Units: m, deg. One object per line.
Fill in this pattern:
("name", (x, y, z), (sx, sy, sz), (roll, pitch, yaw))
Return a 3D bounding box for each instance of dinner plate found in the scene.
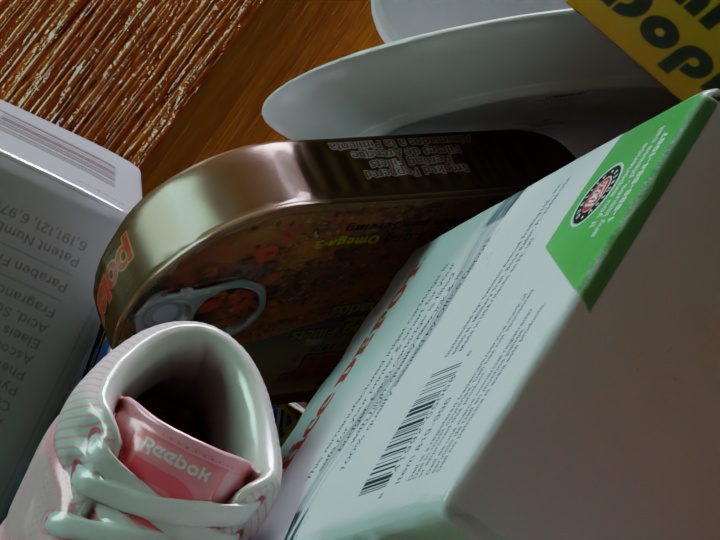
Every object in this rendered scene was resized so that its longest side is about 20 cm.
("dinner plate", (0.064, -0.061, 0.808), (0.200, 0.200, 0.024), (152, 112, -65))

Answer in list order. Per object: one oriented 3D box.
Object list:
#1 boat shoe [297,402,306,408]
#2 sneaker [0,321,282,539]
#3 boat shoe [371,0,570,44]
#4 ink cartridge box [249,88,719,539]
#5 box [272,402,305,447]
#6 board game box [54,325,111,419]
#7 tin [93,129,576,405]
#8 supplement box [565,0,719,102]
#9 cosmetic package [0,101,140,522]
("boat shoe", (-0.061, 0.071, 1.135), (0.067, 0.074, 0.200), (-25, 8, -7))
("sneaker", (-0.082, 0.099, 0.657), (0.105, 0.075, 0.201), (-53, 12, 52))
("boat shoe", (0.098, -0.116, 0.848), (0.199, 0.072, 0.066), (-20, -9, -9))
("ink cartridge box", (0.049, 0.048, 0.656), (0.147, 0.083, 0.200), (-56, 11, -22))
("box", (-0.031, 0.089, 0.887), (0.064, 0.070, 0.200), (-56, 11, -4))
("board game box", (-0.113, 0.107, 0.884), (0.165, 0.057, 0.200), (-58, 12, 35))
("tin", (0.000, 0.000, 0.791), (0.042, 0.199, 0.112), (61, 142, 36))
("supplement box", (0.165, -0.138, 0.716), (0.109, 0.109, 0.200), (-40, 16, 46))
("cosmetic package", (-0.200, 0.023, 0.861), (0.200, 0.166, 0.167), (-63, 10, 5))
